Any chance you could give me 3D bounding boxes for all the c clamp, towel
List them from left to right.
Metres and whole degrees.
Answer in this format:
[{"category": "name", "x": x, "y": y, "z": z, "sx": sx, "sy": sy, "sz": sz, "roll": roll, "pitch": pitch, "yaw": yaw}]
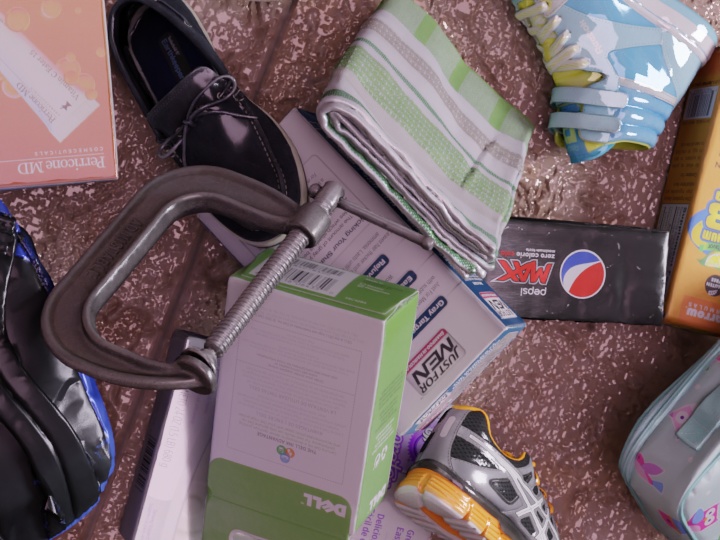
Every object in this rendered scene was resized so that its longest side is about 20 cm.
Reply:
[{"category": "c clamp", "x": -0.080, "y": 0.003, "z": 1.049, "sx": 0.170, "sy": 0.027, "sz": 0.200, "roll": 28, "pitch": 55, "yaw": 21}, {"category": "towel", "x": 0.050, "y": -0.096, "z": 1.166, "sx": 0.031, "sy": 0.200, "sz": 0.149, "roll": -37, "pitch": 105, "yaw": 29}]

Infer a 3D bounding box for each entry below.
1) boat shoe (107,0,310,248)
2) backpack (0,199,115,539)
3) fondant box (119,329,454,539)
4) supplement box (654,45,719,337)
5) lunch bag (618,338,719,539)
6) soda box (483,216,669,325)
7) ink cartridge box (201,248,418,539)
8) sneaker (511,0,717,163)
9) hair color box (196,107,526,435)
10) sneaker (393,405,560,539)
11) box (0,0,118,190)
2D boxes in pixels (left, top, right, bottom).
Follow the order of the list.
[{"category": "boat shoe", "x": -0.101, "y": -0.097, "z": 1.145, "sx": 0.075, "sy": 0.062, "sz": 0.200, "roll": -37, "pitch": 70, "yaw": 16}, {"category": "backpack", "x": -0.239, "y": 0.070, "z": 1.102, "sx": 0.162, "sy": 0.168, "sz": 0.201, "roll": -26, "pitch": 101, "yaw": -6}, {"category": "fondant box", "x": -0.046, "y": 0.135, "z": 1.215, "sx": 0.199, "sy": 0.058, "sz": 0.145, "roll": 15, "pitch": 88, "yaw": -16}, {"category": "supplement box", "x": 0.256, "y": -0.054, "z": 1.284, "sx": 0.066, "sy": 0.069, "sz": 0.201, "roll": 13, "pitch": 91, "yaw": -13}, {"category": "lunch bag", "x": 0.273, "y": 0.102, "z": 1.252, "sx": 0.200, "sy": 0.077, "sz": 0.160, "roll": -47, "pitch": 141, "yaw": -6}, {"category": "soda box", "x": 0.109, "y": -0.001, "z": 1.247, "sx": 0.199, "sy": 0.063, "sz": 0.071, "roll": 4, "pitch": 92, "yaw": -14}, {"category": "ink cartridge box", "x": -0.034, "y": 0.097, "z": 1.120, "sx": 0.103, "sy": 0.059, "sz": 0.201, "roll": 15, "pitch": 113, "yaw": 18}, {"category": "sneaker", "x": 0.141, "y": -0.150, "z": 1.243, "sx": 0.199, "sy": 0.080, "sz": 0.131, "roll": 27, "pitch": 84, "yaw": -14}, {"category": "hair color box", "x": 0.000, "y": 0.000, "z": 1.168, "sx": 0.100, "sy": 0.060, "sz": 0.200, "roll": -46, "pitch": 77, "yaw": 13}, {"category": "sneaker", "x": 0.097, "y": 0.160, "z": 1.214, "sx": 0.200, "sy": 0.078, "sz": 0.077, "roll": 48, "pitch": 57, "yaw": -50}, {"category": "box", "x": -0.221, "y": -0.151, "z": 1.130, "sx": 0.124, "sy": 0.097, "sz": 0.201, "roll": -6, "pitch": 94, "yaw": -9}]
